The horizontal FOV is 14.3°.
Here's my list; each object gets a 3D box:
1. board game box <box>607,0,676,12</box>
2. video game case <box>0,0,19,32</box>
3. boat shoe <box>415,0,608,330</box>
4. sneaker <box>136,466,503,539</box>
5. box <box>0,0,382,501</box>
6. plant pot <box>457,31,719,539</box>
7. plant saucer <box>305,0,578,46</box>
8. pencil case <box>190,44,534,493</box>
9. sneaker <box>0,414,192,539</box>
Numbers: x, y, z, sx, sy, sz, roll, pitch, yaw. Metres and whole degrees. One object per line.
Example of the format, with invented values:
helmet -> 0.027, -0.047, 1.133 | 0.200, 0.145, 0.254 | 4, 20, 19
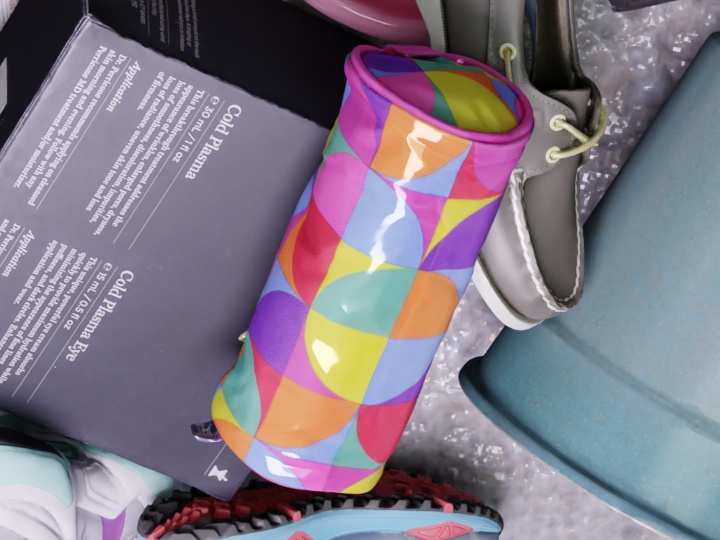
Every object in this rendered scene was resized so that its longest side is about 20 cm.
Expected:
board game box -> 0.130, -0.211, 1.187 | 0.135, 0.035, 0.200 | -10, 117, 36
video game case -> -0.191, -0.120, 1.304 | 0.182, 0.022, 0.200 | -5, 114, -1
boat shoe -> 0.069, -0.075, 1.228 | 0.060, 0.072, 0.202 | -7, 96, 31
sneaker -> -0.022, 0.147, 1.367 | 0.200, 0.079, 0.096 | -4, 105, -33
box -> -0.092, -0.026, 1.278 | 0.182, 0.104, 0.200 | 25, 118, -22
plant pot -> 0.177, 0.011, 1.298 | 0.200, 0.200, 0.196 | 26, 102, -13
plant saucer -> 0.037, -0.200, 1.267 | 0.200, 0.051, 0.201 | -1, 113, -2
pencil case -> 0.000, 0.000, 1.197 | 0.088, 0.088, 0.200 | 20, 119, -11
sneaker -> -0.159, 0.138, 1.326 | 0.078, 0.200, 0.140 | 24, 95, 28
